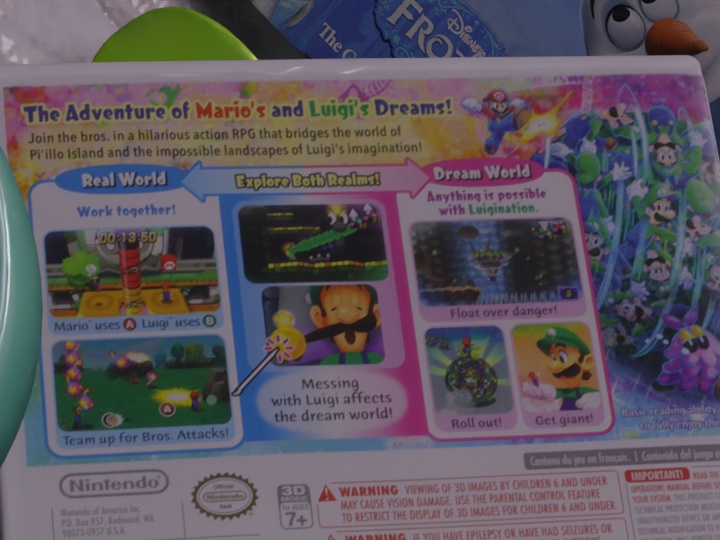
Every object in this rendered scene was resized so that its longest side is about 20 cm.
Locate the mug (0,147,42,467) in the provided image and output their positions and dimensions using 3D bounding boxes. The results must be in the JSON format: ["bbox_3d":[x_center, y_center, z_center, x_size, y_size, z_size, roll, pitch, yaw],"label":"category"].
[{"bbox_3d":[-0.139,-0.002,0.674,0.185,0.114,0.152,-44,84,-7],"label":"mug"}]

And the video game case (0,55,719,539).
[{"bbox_3d":[0.005,0.028,0.741,0.199,0.024,0.183,-2,63,-11],"label":"video game case"}]

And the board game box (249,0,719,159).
[{"bbox_3d":[0.075,-0.111,0.853,0.200,0.199,0.043,46,17,13],"label":"board game box"}]

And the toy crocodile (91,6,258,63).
[{"bbox_3d":[0.000,0.000,0.857,0.062,0.068,0.200,-42,97,-9],"label":"toy crocodile"}]
